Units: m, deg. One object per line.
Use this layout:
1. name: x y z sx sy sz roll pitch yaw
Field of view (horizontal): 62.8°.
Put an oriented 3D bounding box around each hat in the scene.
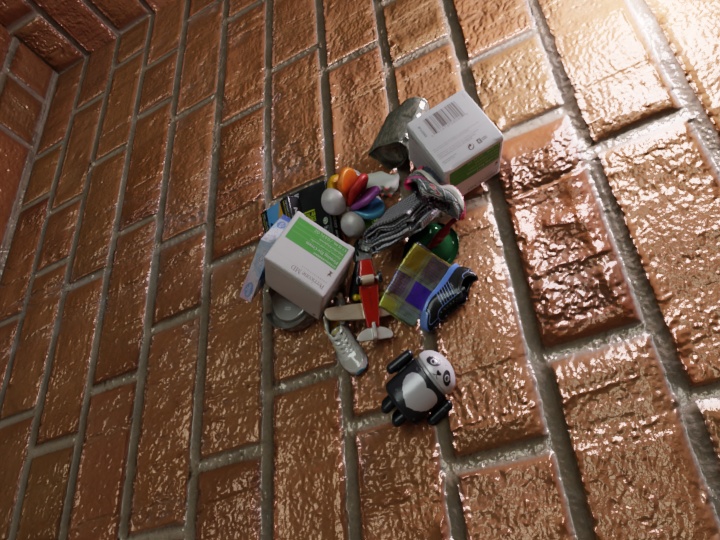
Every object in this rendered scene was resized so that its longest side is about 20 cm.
1. hat: 0.173 -0.101 1.600 0.197 0.176 0.168 -30 54 12

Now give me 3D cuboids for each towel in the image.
1. towel: 0.115 -0.142 1.644 0.198 0.087 0.165 -27 11 41
2. towel: 0.143 0.038 1.555 0.203 0.142 0.023 -56 31 0

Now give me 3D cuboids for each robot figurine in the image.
1. robot figurine: 0.140 0.288 1.435 0.199 0.150 0.125 -41 38 4

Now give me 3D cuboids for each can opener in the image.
1. can opener: 0.000 0.000 1.742 0.066 0.051 0.205 -37 39 54

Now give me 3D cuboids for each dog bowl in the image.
1. dog bowl: -0.198 0.092 1.796 0.195 0.059 0.205 -15 57 24

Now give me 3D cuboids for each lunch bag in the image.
1. lunch bag: 0.131 -0.419 1.801 0.167 0.116 0.199 -64 17 -14

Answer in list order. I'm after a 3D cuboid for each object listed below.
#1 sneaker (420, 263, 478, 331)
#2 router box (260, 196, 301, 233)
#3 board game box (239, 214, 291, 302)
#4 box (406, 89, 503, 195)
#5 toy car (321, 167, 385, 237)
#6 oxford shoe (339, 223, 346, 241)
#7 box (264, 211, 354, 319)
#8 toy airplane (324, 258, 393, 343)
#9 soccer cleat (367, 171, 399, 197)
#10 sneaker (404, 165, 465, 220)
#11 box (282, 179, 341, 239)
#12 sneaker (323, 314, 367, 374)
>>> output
1. sneaker: 0.231 0.077 1.536 0.077 0.070 0.203 23 77 43
2. router box: -0.233 -0.110 1.851 0.147 0.050 0.206 -24 78 40
3. board game box: -0.275 -0.038 1.738 0.200 0.042 0.203 -65 0 -63
4. box: 0.260 -0.339 1.640 0.196 0.172 0.202 -31 66 -6
5. toy car: -0.005 -0.214 1.744 0.149 0.201 0.176 -30 15 47
6. oxford shoe: -0.091 -0.163 1.869 0.071 0.072 0.203 -47 66 35
7. box: -0.145 -0.011 1.644 0.196 0.201 0.173 32 68 6
8. toy airplane: 0.028 0.098 1.614 0.201 0.198 0.141 -53 6 0
9. soccer cleat: 0.034 -0.277 1.863 0.195 0.070 0.079 9 58 30
10. sneaker: 0.198 -0.191 1.550 0.074 0.082 0.199 -32 56 -24
11. box: -0.152 -0.159 1.842 0.196 0.047 0.199 -13 86 40
12. sneaker: -0.048 0.201 1.629 0.076 0.081 0.202 -37 52 5
